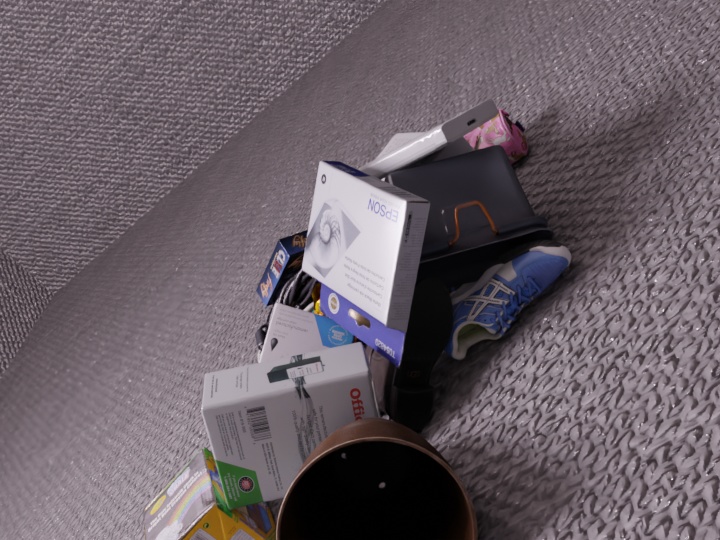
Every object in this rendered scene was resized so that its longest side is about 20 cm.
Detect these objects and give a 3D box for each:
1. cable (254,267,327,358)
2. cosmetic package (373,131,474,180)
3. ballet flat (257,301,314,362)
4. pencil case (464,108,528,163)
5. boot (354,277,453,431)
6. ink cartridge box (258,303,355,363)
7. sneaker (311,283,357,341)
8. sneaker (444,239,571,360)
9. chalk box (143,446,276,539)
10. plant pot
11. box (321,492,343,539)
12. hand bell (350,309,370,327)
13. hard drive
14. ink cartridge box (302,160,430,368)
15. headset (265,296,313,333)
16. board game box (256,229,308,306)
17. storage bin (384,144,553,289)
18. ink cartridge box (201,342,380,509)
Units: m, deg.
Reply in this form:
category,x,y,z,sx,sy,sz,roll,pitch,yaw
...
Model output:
category,x,y,z,sx,sy,sz,roll,pitch,yaw
cable,-0.091,0.078,1.350,0.200,0.050,0.164,-42,32,31
cosmetic package,0.094,-0.084,1.338,0.168,0.166,0.199,-49,22,-11
ballet flat,-0.083,0.091,1.514,0.200,0.070,0.069,-43,21,-5
pencil case,0.169,-0.170,1.473,0.199,0.083,0.087,-35,24,28
boot,0.036,0.099,1.172,0.174,0.068,0.203,15,93,65
ink cartridge box,-0.084,0.159,1.208,0.068,0.114,0.203,112,173,-73
sneaker,-0.038,0.085,1.392,0.073,0.077,0.201,-41,35,8
sneaker,0.173,0.037,1.122,0.199,0.075,0.078,-37,42,25
chalk box,-0.194,0.327,1.195,0.125,0.124,0.200,-46,20,1
plant pot,0.014,0.228,0.942,0.187,0.187,0.200,-43,7,5
box,-0.038,0.310,0.999,0.064,0.070,0.201,-39,22,21
hand bell,0.011,-0.031,1.215,0.102,0.202,0.105,-4,42,4
hard drive,0.067,-0.154,1.190,0.199,0.027,0.131,-24,7,43
ink cartridge box,-0.003,-0.012,1.113,0.199,0.040,0.203,29,116,52
headset,-0.093,0.045,1.624,0.202,0.093,0.123,-62,26,-1
board game box,-0.057,-0.023,1.449,0.198,0.035,0.136,-21,-25,-34
storage bin,0.118,-0.068,1.144,0.197,0.136,0.146,-16,-20,-4
ink cartridge box,-0.075,0.182,1.096,0.197,0.149,0.083,-11,24,-2
